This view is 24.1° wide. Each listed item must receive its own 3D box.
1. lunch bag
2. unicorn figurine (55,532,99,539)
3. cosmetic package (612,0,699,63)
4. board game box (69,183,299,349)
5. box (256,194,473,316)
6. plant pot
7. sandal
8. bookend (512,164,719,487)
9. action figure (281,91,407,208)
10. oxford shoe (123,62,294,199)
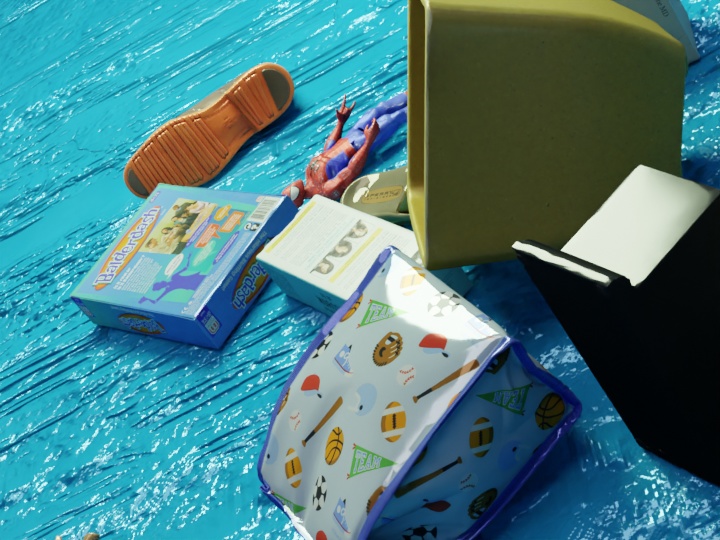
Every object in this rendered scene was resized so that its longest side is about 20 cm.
[{"bbox_3d":[0.029,0.115,1.181,0.200,0.124,0.170,-50,37,-2],"label":"lunch bag"},{"bbox_3d":[-0.206,0.276,1.263,0.138,0.074,0.200,-56,23,-11],"label":"unicorn figurine"},{"bbox_3d":[0.175,-0.193,1.439,0.199,0.104,0.073,-25,36,20],"label":"cosmetic package"},{"bbox_3d":[-0.162,-0.008,1.576,0.199,0.045,0.152,9,55,47],"label":"board game box"},{"bbox_3d":[0.000,0.000,1.414,0.082,0.049,0.200,-47,35,-14],"label":"box"},{"bbox_3d":[0.139,-0.121,1.281,0.198,0.196,0.196,-1,18,-3],"label":"plant pot"},{"bbox_3d":[0.057,-0.081,1.454,0.199,0.054,0.081,-10,42,35],"label":"sandal"},{"bbox_3d":[0.229,-0.004,1.075,0.199,0.200,0.092,-47,35,-14],"label":"bookend"},{"bbox_3d":[0.003,-0.126,1.569,0.200,0.052,0.065,-45,38,-7],"label":"action figure"},{"bbox_3d":[-0.154,-0.140,1.724,0.199,0.072,0.073,-33,14,-2],"label":"oxford shoe"}]
